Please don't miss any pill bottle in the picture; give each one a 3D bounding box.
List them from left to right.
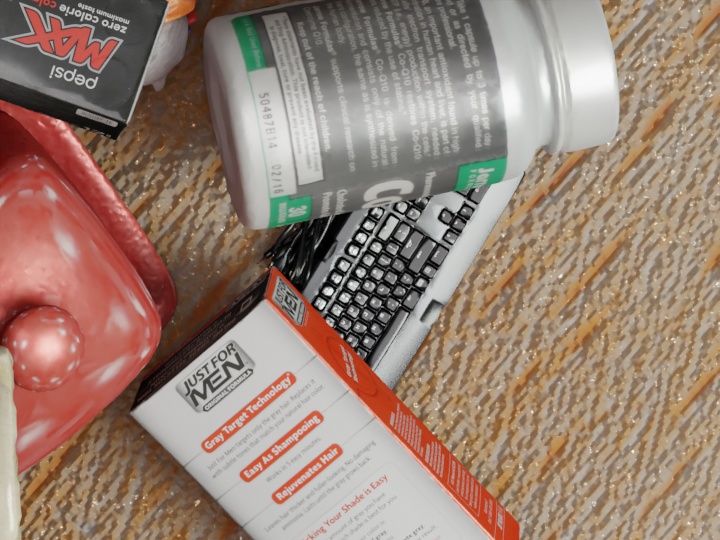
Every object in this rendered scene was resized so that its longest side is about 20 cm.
[{"bbox_3d":[0.025,-0.093,1.465,0.200,0.113,0.113,-12,96,-7],"label":"pill bottle"}]

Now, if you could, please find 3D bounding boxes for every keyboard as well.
[{"bbox_3d":[0.000,0.000,1.526,0.104,0.040,0.200,31,91,-7],"label":"keyboard"}]

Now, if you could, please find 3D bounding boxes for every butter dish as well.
[{"bbox_3d":[-0.185,0.023,1.430,0.200,0.148,0.199,-41,120,-14],"label":"butter dish"}]

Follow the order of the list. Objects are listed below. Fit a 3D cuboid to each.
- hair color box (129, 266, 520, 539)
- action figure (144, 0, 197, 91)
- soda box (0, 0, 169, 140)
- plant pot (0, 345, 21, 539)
[{"bbox_3d":[-0.017,0.107,1.506,0.102,0.061,0.200,-40,102,15],"label":"hair color box"},{"bbox_3d":[-0.152,-0.180,1.471,0.200,0.105,0.194,-22,87,-3],"label":"action figure"},{"bbox_3d":[-0.200,-0.131,1.391,0.200,0.063,0.071,19,82,-9],"label":"soda box"},{"bbox_3d":[-0.250,0.106,1.312,0.183,0.200,0.200,-3,95,-7],"label":"plant pot"}]
